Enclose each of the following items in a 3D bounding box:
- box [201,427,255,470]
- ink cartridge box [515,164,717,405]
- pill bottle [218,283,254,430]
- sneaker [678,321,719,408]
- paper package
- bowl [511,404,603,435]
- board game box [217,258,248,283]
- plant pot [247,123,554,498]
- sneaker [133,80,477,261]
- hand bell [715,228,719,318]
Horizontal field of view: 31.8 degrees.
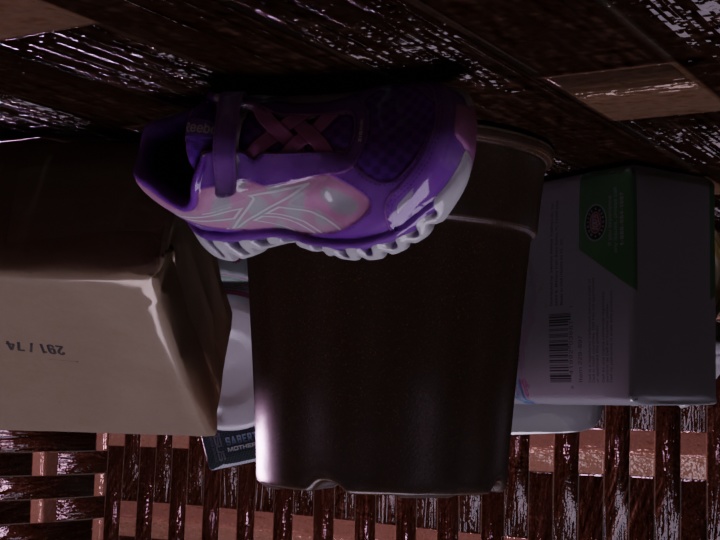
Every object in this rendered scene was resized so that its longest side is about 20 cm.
[{"bbox_3d":[-0.060,0.102,1.144,0.155,0.052,0.200,-11,-162,2],"label":"box"},{"bbox_3d":[0.141,0.017,0.864,0.086,0.148,0.199,4,173,-35],"label":"ink cartridge box"},{"bbox_3d":[-0.101,0.044,1.078,0.111,0.115,0.200,1,-161,3],"label":"pill bottle"},{"bbox_3d":[0.208,0.067,1.006,0.197,0.081,0.071,13,-156,-20],"label":"sneaker"},{"bbox_3d":[-0.192,0.017,0.803,0.196,0.105,0.192,1,142,8],"label":"paper package"},{"bbox_3d":[0.121,0.055,1.141,0.196,0.076,0.201,0,-147,8],"label":"bowl"},{"bbox_3d":[-0.184,-0.026,0.948,0.196,0.066,0.147,2,175,16],"label":"board game box"},{"bbox_3d":[0.014,0.028,0.752,0.196,0.202,0.200,2,175,0],"label":"plant pot"},{"bbox_3d":[-0.036,-0.054,0.608,0.198,0.082,0.088,-7,154,41],"label":"sneaker"},{"bbox_3d":[0.231,-0.008,1.015,0.102,0.106,0.200,1,-173,9],"label":"hand bell"}]
